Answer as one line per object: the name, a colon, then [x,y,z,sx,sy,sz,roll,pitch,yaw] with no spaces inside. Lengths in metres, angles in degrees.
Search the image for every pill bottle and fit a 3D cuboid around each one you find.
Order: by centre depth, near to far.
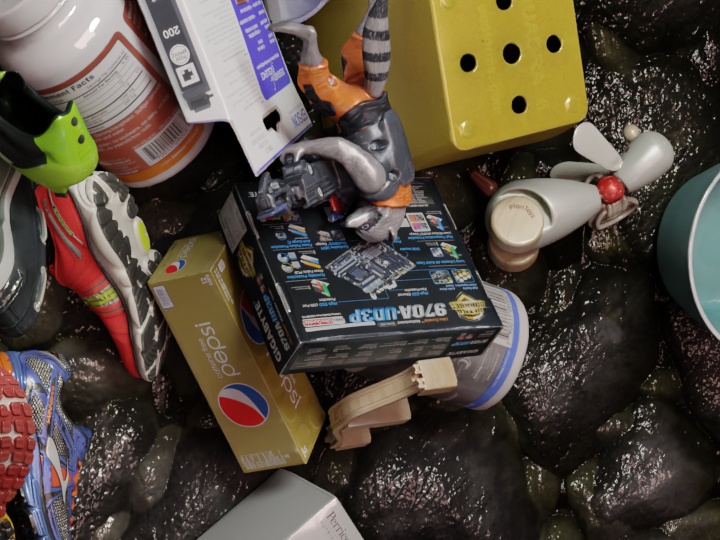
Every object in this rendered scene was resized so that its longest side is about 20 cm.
pill bottle: [-0.206,-0.163,1.249,0.113,0.112,0.200,-53,135,-12]
pill bottle: [0.038,0.044,1.426,0.198,0.114,0.115,19,87,-27]

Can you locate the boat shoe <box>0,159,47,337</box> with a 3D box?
boat shoe: [-0.273,-0.028,1.232,0.075,0.201,0.060,-25,129,15]

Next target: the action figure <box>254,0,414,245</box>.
action figure: [-0.010,-0.106,1.254,0.200,0.104,0.195,-49,128,-57]

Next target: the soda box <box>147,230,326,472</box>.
soda box: [-0.100,0.069,1.359,0.201,0.063,0.068,67,27,-26]

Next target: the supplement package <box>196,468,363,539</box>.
supplement package: [-0.090,0.285,1.387,0.200,0.117,0.117,-39,111,-18]

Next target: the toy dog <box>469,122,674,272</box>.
toy dog: [0.180,-0.082,1.496,0.199,0.132,0.097,-25,75,-30]

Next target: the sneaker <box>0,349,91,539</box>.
sneaker: [-0.250,0.157,1.319,0.078,0.075,0.202,-16,105,-27]

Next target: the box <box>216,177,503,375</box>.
box: [0.000,0.000,1.319,0.198,0.046,0.160,-4,55,-33]

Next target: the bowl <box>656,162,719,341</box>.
bowl: [0.369,-0.024,1.590,0.199,0.105,0.203,-4,98,-26]

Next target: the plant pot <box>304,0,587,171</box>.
plant pot: [0.083,-0.184,1.388,0.198,0.176,0.202,-15,102,-24]

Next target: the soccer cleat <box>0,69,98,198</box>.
soccer cleat: [-0.280,-0.116,1.212,0.068,0.198,0.082,-52,148,-40]

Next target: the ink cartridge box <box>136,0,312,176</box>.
ink cartridge box: [-0.111,-0.181,1.285,0.043,0.198,0.202,-19,101,16]

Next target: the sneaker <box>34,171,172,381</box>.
sneaker: [-0.209,0.003,1.326,0.077,0.084,0.201,-64,146,-50]

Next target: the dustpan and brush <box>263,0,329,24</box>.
dustpan and brush: [-0.028,-0.271,1.306,0.057,0.198,0.141,-28,110,-51]

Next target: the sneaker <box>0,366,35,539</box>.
sneaker: [-0.308,0.157,1.256,0.077,0.082,0.202,-6,122,-40]

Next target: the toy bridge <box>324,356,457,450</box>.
toy bridge: [0.009,0.119,1.382,0.067,0.200,0.027,-6,72,-27]
